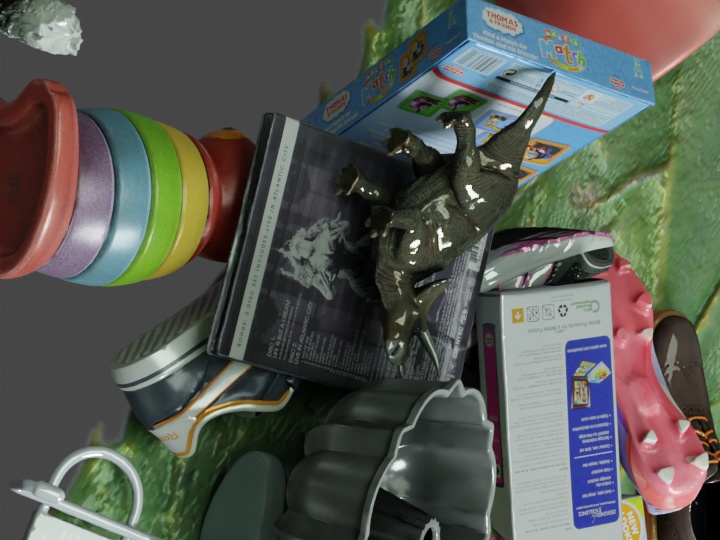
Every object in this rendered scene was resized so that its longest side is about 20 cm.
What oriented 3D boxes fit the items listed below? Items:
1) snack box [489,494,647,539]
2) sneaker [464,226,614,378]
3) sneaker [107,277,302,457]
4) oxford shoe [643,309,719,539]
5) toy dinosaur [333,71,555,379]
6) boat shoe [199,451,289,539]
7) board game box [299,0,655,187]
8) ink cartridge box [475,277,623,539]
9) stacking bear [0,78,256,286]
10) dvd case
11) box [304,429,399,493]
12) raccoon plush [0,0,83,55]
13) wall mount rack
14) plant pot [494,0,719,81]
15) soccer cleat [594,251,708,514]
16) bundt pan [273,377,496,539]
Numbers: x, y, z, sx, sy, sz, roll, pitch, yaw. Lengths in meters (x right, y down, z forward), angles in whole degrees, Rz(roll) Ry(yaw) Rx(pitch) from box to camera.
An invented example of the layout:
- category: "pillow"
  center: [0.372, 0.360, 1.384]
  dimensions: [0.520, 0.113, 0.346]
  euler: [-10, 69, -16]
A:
- category: "snack box"
  center: [0.127, 0.267, 1.379]
  dimensions: [0.167, 0.067, 0.202]
  euler: [-7, 92, -33]
- category: "sneaker"
  center: [0.088, 0.027, 1.372]
  dimensions: [0.198, 0.080, 0.087]
  euler: [-18, 103, -22]
- category: "sneaker"
  center: [-0.064, 0.041, 1.260]
  dimensions: [0.199, 0.078, 0.080]
  euler: [-35, 105, -25]
- category: "oxford shoe"
  center: [0.246, 0.129, 1.464]
  dimensions: [0.071, 0.072, 0.202]
  euler: [-4, 89, -33]
- category: "toy dinosaur"
  center: [0.050, -0.042, 1.219]
  dimensions: [0.201, 0.077, 0.102]
  euler: [-53, 136, -6]
- category: "boat shoe"
  center: [-0.055, 0.219, 1.264]
  dimensions: [0.090, 0.071, 0.203]
  euler: [12, 87, -34]
- category: "board game box"
  center: [0.067, -0.098, 1.283]
  dimensions: [0.150, 0.200, 0.037]
  euler: [14, 60, -32]
- category: "ink cartridge box"
  center: [0.129, 0.110, 1.333]
  dimensions: [0.094, 0.037, 0.202]
  euler: [-6, 92, -32]
- category: "stacking bear"
  center: [-0.133, -0.047, 1.205]
  dimensions: [0.199, 0.121, 0.115]
  euler: [3, 88, -41]
- category: "dvd case"
  center: [0.000, 0.000, 1.249]
  dimensions: [0.199, 0.016, 0.150]
  euler: [17, 84, -40]
- category: "box"
  center: [0.060, 0.129, 1.353]
  dimensions: [0.198, 0.050, 0.076]
  euler: [-8, 92, -33]
- category: "raccoon plush"
  center: [-0.185, -0.205, 1.131]
  dimensions: [0.096, 0.199, 0.135]
  euler: [12, 101, -49]
- category: "wall mount rack"
  center: [-0.149, 0.211, 1.185]
  dimensions: [0.173, 0.074, 0.202]
  euler: [25, 75, -21]
- category: "plant pot"
  center: [0.166, -0.231, 1.373]
  dimensions: [0.200, 0.200, 0.178]
  euler: [-44, 101, -27]
- category: "soccer cleat"
  center: [0.190, 0.079, 1.429]
  dimensions: [0.066, 0.077, 0.202]
  euler: [-15, 69, -18]
- category: "bundt pan"
  center: [0.009, 0.159, 1.207]
  dimensions: [0.202, 0.075, 0.204]
  euler: [-37, 132, -56]
